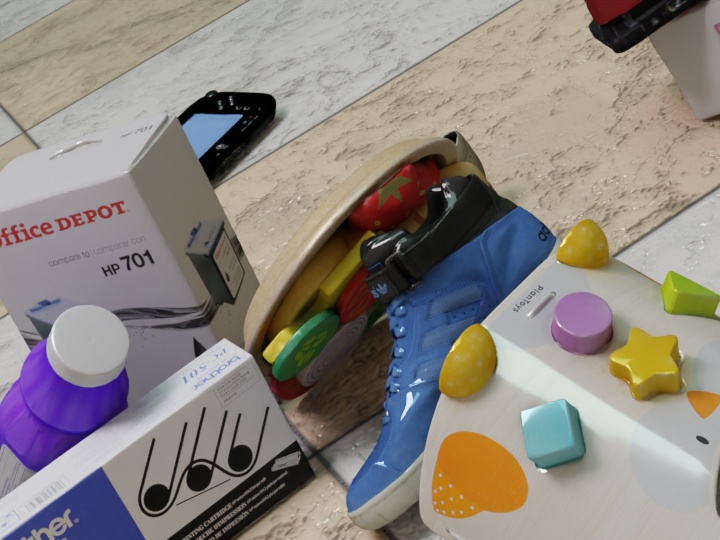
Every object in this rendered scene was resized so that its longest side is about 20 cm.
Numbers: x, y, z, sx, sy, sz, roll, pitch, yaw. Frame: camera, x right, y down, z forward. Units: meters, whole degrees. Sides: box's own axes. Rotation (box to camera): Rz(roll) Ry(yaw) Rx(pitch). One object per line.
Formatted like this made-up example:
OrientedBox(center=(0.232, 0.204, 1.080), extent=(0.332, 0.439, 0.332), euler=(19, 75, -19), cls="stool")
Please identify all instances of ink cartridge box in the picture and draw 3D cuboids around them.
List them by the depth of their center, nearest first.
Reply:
OrientedBox(center=(-0.130, 0.138, 0.919), extent=(0.199, 0.095, 0.044), euler=(-36, 27, -18), cls="ink cartridge box")
OrientedBox(center=(-0.153, 0.015, 1.046), extent=(0.145, 0.202, 0.086), euler=(-13, 28, 26), cls="ink cartridge box")
OrientedBox(center=(0.315, -0.193, 1.072), extent=(0.144, 0.085, 0.199), euler=(-40, 13, -27), cls="ink cartridge box")

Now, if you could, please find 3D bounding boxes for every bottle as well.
OrientedBox(center=(-0.186, 0.093, 0.969), extent=(0.083, 0.065, 0.201), euler=(-36, -14, -38), cls="bottle")

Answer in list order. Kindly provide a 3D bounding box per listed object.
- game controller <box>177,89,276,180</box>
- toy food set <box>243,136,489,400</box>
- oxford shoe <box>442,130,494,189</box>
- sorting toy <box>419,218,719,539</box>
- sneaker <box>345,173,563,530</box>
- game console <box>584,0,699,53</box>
OrientedBox(center=(-0.162, -0.112, 1.480), extent=(0.103, 0.042, 0.200), euler=(-3, 35, 40), cls="game controller")
OrientedBox(center=(0.000, 0.000, 0.987), extent=(0.198, 0.049, 0.200), euler=(-50, -14, 4), cls="toy food set")
OrientedBox(center=(0.008, -0.027, 1.116), extent=(0.199, 0.075, 0.070), euler=(-38, 28, -21), cls="oxford shoe")
OrientedBox(center=(0.153, 0.072, 0.800), extent=(0.179, 0.108, 0.200), euler=(25, 53, 35), cls="sorting toy")
OrientedBox(center=(0.028, 0.038, 0.879), extent=(0.201, 0.111, 0.077), euler=(-53, 7, -7), cls="sneaker")
OrientedBox(center=(0.224, -0.254, 1.067), extent=(0.199, 0.119, 0.172), euler=(-34, 11, 8), cls="game console")
